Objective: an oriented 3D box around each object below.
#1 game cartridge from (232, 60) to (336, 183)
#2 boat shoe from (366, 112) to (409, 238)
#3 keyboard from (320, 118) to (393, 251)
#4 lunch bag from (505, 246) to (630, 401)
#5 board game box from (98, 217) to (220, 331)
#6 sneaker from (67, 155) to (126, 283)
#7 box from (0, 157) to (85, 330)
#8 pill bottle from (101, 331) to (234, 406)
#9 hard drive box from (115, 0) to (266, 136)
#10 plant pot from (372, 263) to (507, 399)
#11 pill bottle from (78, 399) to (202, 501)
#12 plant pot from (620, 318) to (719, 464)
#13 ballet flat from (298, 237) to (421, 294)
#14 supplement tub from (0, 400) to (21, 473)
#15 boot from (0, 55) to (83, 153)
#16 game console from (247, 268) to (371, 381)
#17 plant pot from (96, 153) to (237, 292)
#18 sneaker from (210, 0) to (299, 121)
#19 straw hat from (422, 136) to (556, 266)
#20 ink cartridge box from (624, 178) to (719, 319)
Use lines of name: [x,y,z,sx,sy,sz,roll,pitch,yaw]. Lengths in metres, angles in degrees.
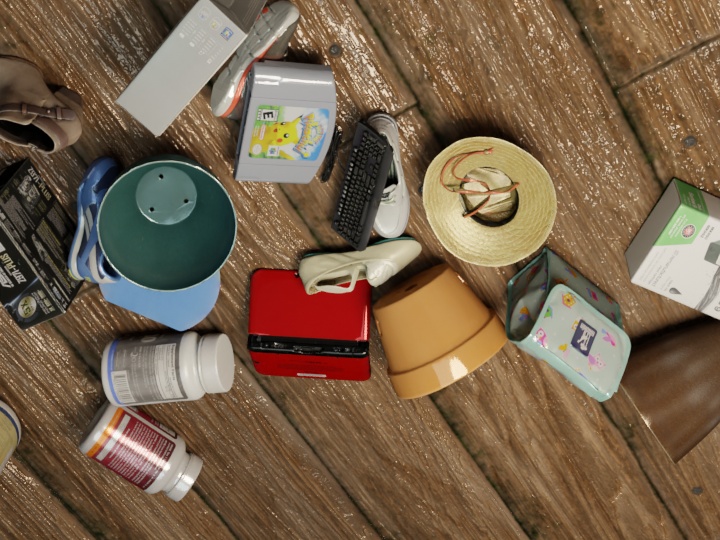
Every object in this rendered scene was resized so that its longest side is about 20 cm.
game cartridge: [-0.104,-0.206,1.496,0.131,0.041,0.201,-2,137,-20]
boat shoe: [0.030,-0.128,1.546,0.072,0.067,0.202,-5,120,10]
keyboard: [-0.015,-0.134,1.535,0.127,0.020,0.202,44,138,28]
lunch bag: [0.308,0.088,1.564,0.170,0.201,0.122,37,119,-14]
board game box: [-0.319,-0.001,1.681,0.198,0.039,0.159,23,111,-7]
sneaker: [-0.387,-0.074,1.599,0.081,0.074,0.203,18,108,24]
box: [-0.513,-0.041,1.606,0.085,0.165,0.201,-20,117,18]
pill bottle: [-0.316,0.160,1.732,0.197,0.114,0.115,-6,120,10]
hard drive box: [-0.227,-0.300,1.423,0.077,0.156,0.200,39,117,-16]
plant pot: [0.109,0.084,1.602,0.198,0.200,0.141,-27,99,21]
pill bottle: [-0.380,0.316,1.831,0.199,0.113,0.113,36,118,-14]
plant pot: [0.511,0.163,1.615,0.199,0.187,0.187,-36,112,9]
ballet flat: [0.000,0.000,1.622,0.197,0.070,0.070,-10,119,14]
supplement tub: [-0.691,0.325,1.822,0.142,0.201,0.146,3,121,5]
boot: [-0.490,-0.236,1.496,0.197,0.147,0.071,17,123,-3]
game console: [-0.079,0.093,1.720,0.197,0.120,0.173,3,152,5]
plant pot: [-0.286,-0.089,1.555,0.197,0.135,0.203,-5,116,-9]
sneaker: [-0.134,-0.291,1.480,0.081,0.078,0.200,20,128,-33]
straw hat: [0.188,-0.115,1.526,0.198,0.085,0.204,3,116,7]
ink cartridge box: [0.514,-0.022,1.542,0.198,0.084,0.147,22,121,-7]
